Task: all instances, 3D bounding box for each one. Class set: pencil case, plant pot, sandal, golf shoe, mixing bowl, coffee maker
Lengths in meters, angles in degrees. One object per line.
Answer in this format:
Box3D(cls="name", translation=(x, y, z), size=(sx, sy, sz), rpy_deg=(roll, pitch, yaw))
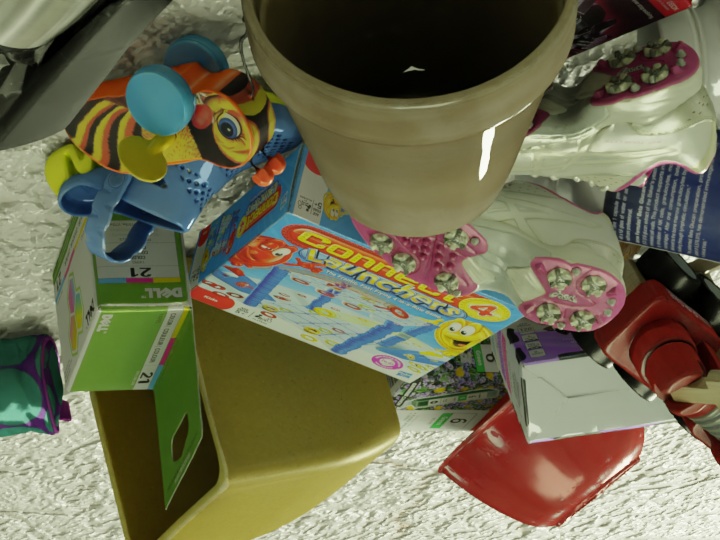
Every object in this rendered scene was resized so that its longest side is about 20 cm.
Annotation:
Box3D(cls="pencil case", translation=(-0.345, 0.109, 1.884), size=(0.198, 0.086, 0.093), rpy_deg=(-9, 138, 0))
Box3D(cls="plant pot", translation=(0.031, -0.120, 1.377), size=(0.198, 0.201, 0.174), rpy_deg=(-8, 144, -3))
Box3D(cls="sandal", translation=(-0.127, -0.063, 1.605), size=(0.199, 0.088, 0.079), rpy_deg=(-22, 150, 20))
Box3D(cls="golf shoe", translation=(0.139, -0.083, 1.493), size=(0.199, 0.076, 0.092), rpy_deg=(-12, 124, 31))
Box3D(cls="golf shoe", translation=(0.089, -0.027, 1.564), size=(0.199, 0.092, 0.076), rpy_deg=(22, 135, -7))
Box3D(cls="plant pot", translation=(-0.086, 0.111, 1.870), size=(0.199, 0.197, 0.194), rpy_deg=(-4, 155, -32))
Box3D(cls="mixing bowl", translation=(0.177, 0.155, 2.011), size=(0.200, 0.109, 0.200), rpy_deg=(-38, 170, -8))
Box3D(cls="coffee maker", translation=(-0.171, -0.163, 1.330), size=(0.191, 0.136, 0.200), rpy_deg=(8, 150, -32))

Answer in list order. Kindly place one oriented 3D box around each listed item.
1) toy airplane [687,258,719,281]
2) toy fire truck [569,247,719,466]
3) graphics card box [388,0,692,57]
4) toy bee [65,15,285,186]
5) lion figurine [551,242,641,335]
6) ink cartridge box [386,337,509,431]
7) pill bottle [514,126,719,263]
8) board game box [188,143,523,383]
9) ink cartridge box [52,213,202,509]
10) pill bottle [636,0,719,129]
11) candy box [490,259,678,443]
Box3D(cls="toy airplane", translation=(0.328, -0.024, 1.767), size=(0.198, 0.142, 0.200), rpy_deg=(-2, 151, -22))
Box3D(cls="toy fire truck", translation=(0.268, 0.085, 1.632), size=(0.129, 0.200, 0.176), rpy_deg=(-44, 124, 15))
Box3D(cls="graphics card box", translation=(0.102, -0.179, 1.483), size=(0.199, 0.051, 0.125), rpy_deg=(-20, 153, 24))
Box3D(cls="toy bee", translation=(-0.105, -0.095, 1.494), size=(0.131, 0.109, 0.199), rpy_deg=(-37, -166, -30))
Box3D(cls="lion figurine", translation=(0.124, -0.013, 1.793), size=(0.198, 0.123, 0.073), rpy_deg=(2, 150, 15))
Box3D(cls="ink cartridge box", translation=(0.108, 0.103, 2.060), size=(0.198, 0.051, 0.109), rpy_deg=(3, 151, -22))
Box3D(cls="pill bottle", translation=(0.215, -0.071, 1.620), size=(0.198, 0.112, 0.111), rpy_deg=(12, 157, 12))
Box3D(cls="board game box", translation=(0.000, 0.000, 1.663), size=(0.199, 0.056, 0.196), rpy_deg=(22, 155, -18))
Box3D(cls="ink cartridge box", translation=(-0.175, 0.060, 1.705), size=(0.075, 0.201, 0.148), rpy_deg=(0, 153, -18))
Box3D(cls="pill bottle", translation=(0.292, -0.147, 1.540), size=(0.198, 0.112, 0.112), rpy_deg=(-7, 154, -6))
Box3D(cls="candy box", translation=(0.197, 0.060, 1.847), size=(0.166, 0.072, 0.200), rpy_deg=(-8, -161, -3))
